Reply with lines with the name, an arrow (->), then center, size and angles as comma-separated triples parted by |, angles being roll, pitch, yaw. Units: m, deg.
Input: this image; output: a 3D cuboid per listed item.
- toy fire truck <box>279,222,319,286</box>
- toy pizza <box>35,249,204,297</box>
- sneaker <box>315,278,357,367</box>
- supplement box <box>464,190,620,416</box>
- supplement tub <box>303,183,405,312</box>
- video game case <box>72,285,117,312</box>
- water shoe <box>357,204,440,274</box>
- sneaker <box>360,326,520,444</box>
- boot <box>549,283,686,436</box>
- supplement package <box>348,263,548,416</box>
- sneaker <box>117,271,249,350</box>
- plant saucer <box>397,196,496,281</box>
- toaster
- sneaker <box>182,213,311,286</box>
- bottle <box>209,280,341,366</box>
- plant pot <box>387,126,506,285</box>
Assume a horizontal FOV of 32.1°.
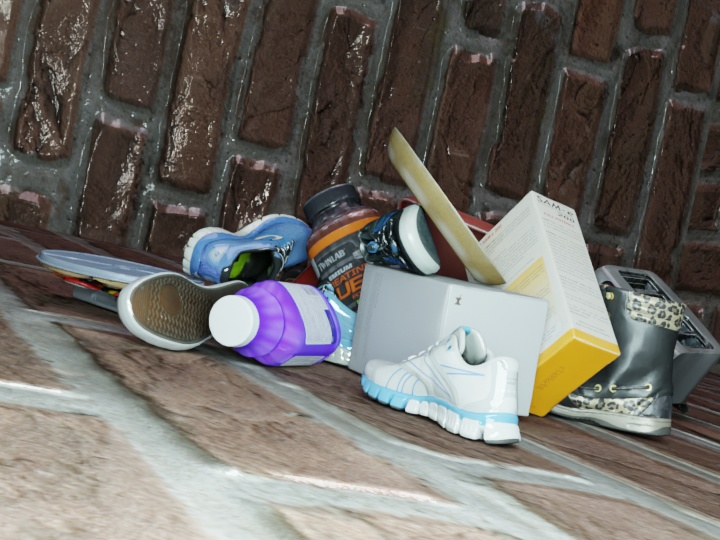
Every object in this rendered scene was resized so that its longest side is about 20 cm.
toy fire truck -> -0.068, 0.008, 1.675 | 0.112, 0.200, 0.168 | 48, 31, -1
toy pizza -> -0.274, 0.011, 1.438 | 0.197, 0.032, 0.200 | 12, 3, -1
sneaker -> -0.060, 0.050, 1.416 | 0.197, 0.092, 0.078 | 12, 1, -6
supplement box -> 0.191, 0.035, 1.348 | 0.073, 0.202, 0.126 | 19, -46, -31
supplement tub -> 0.000, 0.000, 1.506 | 0.106, 0.202, 0.107 | -24, -14, -6
video game case -> -0.214, 0.050, 1.494 | 0.198, 0.022, 0.181 | 12, 1, -43
water shoe -> 0.038, -0.024, 1.307 | 0.078, 0.073, 0.200 | -19, 3, 4
sneaker -> 0.076, 0.090, 1.105 | 0.074, 0.088, 0.199 | 9, 1, -38
boot -> 0.259, 0.091, 1.389 | 0.197, 0.153, 0.073 | 13, 1, 22
supplement package -> 0.086, 0.069, 1.305 | 0.119, 0.122, 0.199 | 10, 2, -25
sneaker -> -0.186, 0.047, 1.230 | 0.084, 0.074, 0.199 | -14, -10, 27
plant saucer -> 0.131, 0.002, 1.537 | 0.197, 0.037, 0.201 | 22, -38, 10
toaster -> 0.403, 0.100, 1.792 | 0.198, 0.119, 0.182 | 7, 39, -48
sneaker -> -0.118, -0.011, 1.512 | 0.089, 0.080, 0.198 | 32, 31, 32
bottle -> -0.085, 0.053, 1.245 | 0.065, 0.084, 0.200 | -31, -13, 16
plant pot -> 0.085, -0.061, 1.314 | 0.201, 0.027, 0.200 | 53, 5, -6
